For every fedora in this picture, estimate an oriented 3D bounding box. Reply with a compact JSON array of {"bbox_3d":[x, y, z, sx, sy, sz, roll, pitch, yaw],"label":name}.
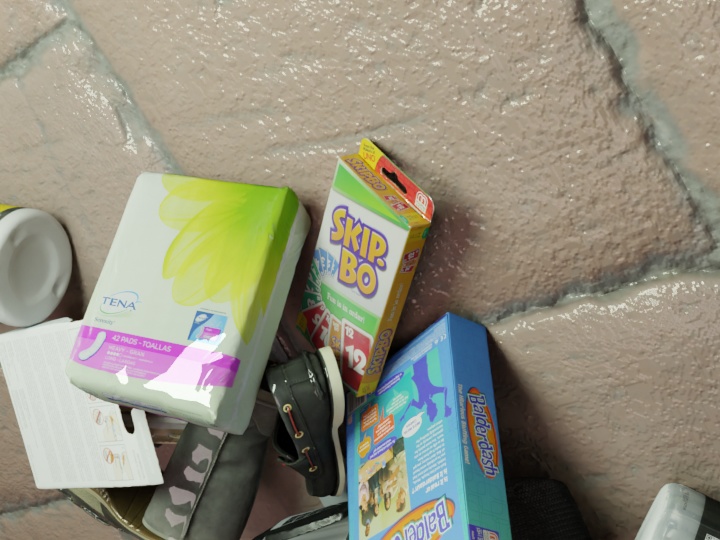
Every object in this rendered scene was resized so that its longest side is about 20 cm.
[{"bbox_3d":[0.115,0.226,0.873,0.200,0.200,0.092,-25,71,38],"label":"fedora"}]

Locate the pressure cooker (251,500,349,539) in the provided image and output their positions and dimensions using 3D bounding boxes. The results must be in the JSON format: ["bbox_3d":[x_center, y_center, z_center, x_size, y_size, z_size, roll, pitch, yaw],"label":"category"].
[{"bbox_3d":[-0.032,0.319,0.975,0.200,0.179,0.176,-20,115,34],"label":"pressure cooker"}]

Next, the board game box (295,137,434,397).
[{"bbox_3d":[0.000,0.000,0.839,0.096,0.030,0.200,46,134,33],"label":"board game box"}]

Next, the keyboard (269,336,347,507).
[{"bbox_3d":[-0.056,0.152,1.001,0.056,0.011,0.200,-14,110,41],"label":"keyboard"}]

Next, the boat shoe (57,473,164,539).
[{"bbox_3d":[-0.268,0.245,1.145,0.200,0.073,0.065,34,141,12],"label":"boat shoe"}]

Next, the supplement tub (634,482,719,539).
[{"bbox_3d":[0.303,0.256,0.786,0.199,0.123,0.123,24,128,16],"label":"supplement tub"}]

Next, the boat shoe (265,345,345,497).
[{"bbox_3d":[-0.048,0.140,0.908,0.202,0.063,0.074,88,163,-51],"label":"boat shoe"}]

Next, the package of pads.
[{"bbox_3d":[-0.142,0.021,0.857,0.154,0.201,0.068,9,161,24],"label":"package of pads"}]

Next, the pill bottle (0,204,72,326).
[{"bbox_3d":[-0.396,-0.014,1.022,0.199,0.114,0.115,8,122,25],"label":"pill bottle"}]

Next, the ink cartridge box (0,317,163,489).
[{"bbox_3d":[-0.256,0.122,0.980,0.200,0.047,0.161,-11,95,38],"label":"ink cartridge box"}]

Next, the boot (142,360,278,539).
[{"bbox_3d":[-0.161,0.159,0.968,0.181,0.073,0.200,25,119,-9],"label":"boot"}]

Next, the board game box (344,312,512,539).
[{"bbox_3d":[0.047,0.157,0.828,0.045,0.201,0.152,22,137,-28],"label":"board game box"}]

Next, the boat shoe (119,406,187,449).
[{"bbox_3d":[-0.220,0.150,1.049,0.199,0.075,0.069,-6,110,31],"label":"boat shoe"}]
